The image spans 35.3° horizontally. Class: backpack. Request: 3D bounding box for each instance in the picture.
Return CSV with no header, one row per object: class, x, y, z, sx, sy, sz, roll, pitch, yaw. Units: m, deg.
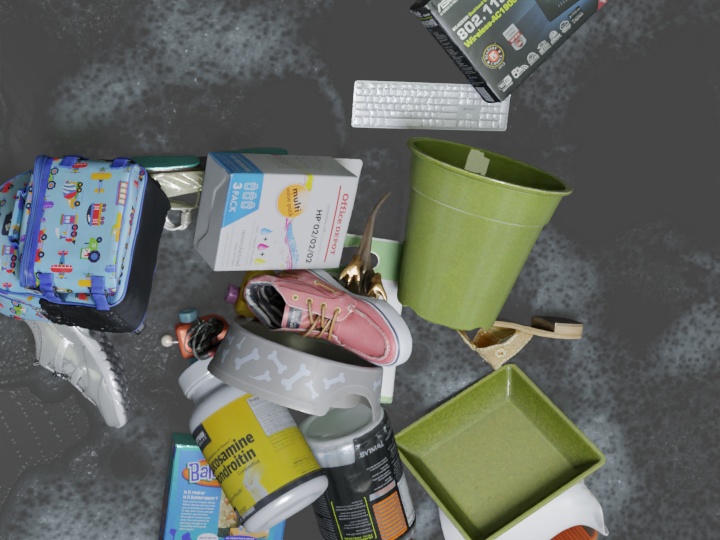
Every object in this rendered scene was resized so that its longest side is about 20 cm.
backpack,-0.322,-0.034,1.203,0.199,0.135,0.183,6,72,10

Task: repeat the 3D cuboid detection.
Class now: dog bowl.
dog bowl,-0.065,0.107,1.242,0.200,0.200,0.059,17,93,-19

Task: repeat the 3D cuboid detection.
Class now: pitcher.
pitcher,0.203,0.288,1.471,0.199,0.172,0.121,-16,134,9

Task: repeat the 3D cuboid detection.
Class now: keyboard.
keyboard,0.087,-0.199,1.373,0.199,0.011,0.056,0,103,-15

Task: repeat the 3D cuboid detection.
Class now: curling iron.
curling iron,-0.112,0.052,1.318,0.200,0.026,0.050,-21,126,-18

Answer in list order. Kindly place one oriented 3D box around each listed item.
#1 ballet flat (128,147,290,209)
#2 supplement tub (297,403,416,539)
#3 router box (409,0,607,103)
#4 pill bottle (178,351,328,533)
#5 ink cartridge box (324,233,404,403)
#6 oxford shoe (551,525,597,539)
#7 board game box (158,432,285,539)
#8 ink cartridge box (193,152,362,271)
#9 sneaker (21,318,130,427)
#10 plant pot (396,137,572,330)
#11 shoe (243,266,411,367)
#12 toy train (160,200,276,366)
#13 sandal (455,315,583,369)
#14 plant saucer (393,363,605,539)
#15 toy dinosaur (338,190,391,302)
ballet flat,-0.176,-0.104,1.301,0.199,0.067,0.063,-4,115,-5
supplement tub,-0.002,0.274,1.403,0.122,0.123,0.201,-18,108,-11
router box,0.180,-0.320,1.337,0.200,0.062,0.150,-44,108,-4
pill bottle,-0.131,0.194,1.318,0.112,0.112,0.200,-31,74,-6
ink cartridge box,-0.022,0.057,1.387,0.145,0.048,0.201,8,85,-18
oxford shoe,0.244,0.414,1.545,0.200,0.071,0.073,-36,129,0
board game box,-0.170,0.306,1.406,0.152,0.045,0.201,6,101,-16
ink cartridge box,-0.077,-0.066,1.269,0.200,0.068,0.115,-2,116,-32
sneaker,-0.333,0.098,1.303,0.082,0.075,0.200,-28,98,-1
plant pot,0.124,-0.037,1.332,0.199,0.200,0.190,11,106,-18
shoe,-0.040,0.054,1.231,0.091,0.200,0.072,-11,121,-40
toy train,-0.167,0.015,1.330,0.150,0.056,0.201,-10,106,-13
sandal,0.186,0.093,1.436,0.211,0.078,0.070,5,96,-22
plant saucer,0.170,0.237,1.413,0.200,0.200,0.048,-31,137,-13
toy dinosaur,0.000,0.000,1.331,0.060,0.106,0.201,10,93,-8
